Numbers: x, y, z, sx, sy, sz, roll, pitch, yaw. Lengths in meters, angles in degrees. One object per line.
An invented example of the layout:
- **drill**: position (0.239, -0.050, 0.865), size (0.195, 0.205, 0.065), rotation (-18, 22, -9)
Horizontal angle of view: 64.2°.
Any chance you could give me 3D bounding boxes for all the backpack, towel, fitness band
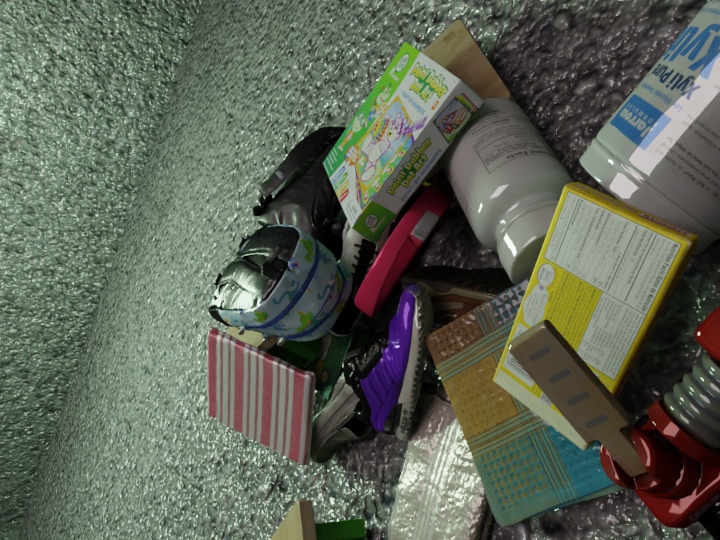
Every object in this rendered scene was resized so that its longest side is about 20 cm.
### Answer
- **backpack**: position (-0.049, -0.123, 0.894), size (0.165, 0.127, 0.202), rotation (23, 73, 26)
- **towel**: position (0.097, 0.241, 0.644), size (0.132, 0.034, 0.203), rotation (10, 84, 57)
- **towel**: position (-0.146, 0.178, 0.830), size (0.198, 0.030, 0.149), rotation (18, 115, 27)
- **towel**: position (0.154, 0.128, 0.559), size (0.146, 0.022, 0.203), rotation (-35, 67, 35)
- **backpack**: position (-0.101, 0.015, 0.745), size (0.164, 0.153, 0.200), rotation (-58, 11, -19)
- **fitness band**: position (0.053, -0.026, 0.721), size (0.200, 0.037, 0.144), rotation (-50, -7, -48)

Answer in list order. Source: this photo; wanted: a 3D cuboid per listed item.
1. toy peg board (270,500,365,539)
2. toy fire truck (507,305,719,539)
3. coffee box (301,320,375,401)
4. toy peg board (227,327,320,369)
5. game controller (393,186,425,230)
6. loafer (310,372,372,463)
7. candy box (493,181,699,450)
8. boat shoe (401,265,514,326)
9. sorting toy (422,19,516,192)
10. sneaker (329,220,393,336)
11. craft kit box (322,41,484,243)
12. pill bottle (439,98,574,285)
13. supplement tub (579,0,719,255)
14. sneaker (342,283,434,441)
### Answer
- **toy peg board**: position (-0.051, 0.432, 0.735), size (0.200, 0.096, 0.202), rotation (118, 149, -42)
- **toy fire truck**: position (0.219, 0.079, 0.388), size (0.177, 0.198, 0.129), rotation (-57, 37, 22)
- **coffee box**: position (-0.059, 0.114, 0.919), size (0.199, 0.043, 0.125), rotation (26, 98, 56)
- **toy peg board**: position (-0.139, 0.093, 0.945), size (0.200, 0.097, 0.201), rotation (-42, 29, 37)
- **game controller**: position (0.040, -0.052, 0.865), size (0.203, 0.042, 0.104), rotation (-70, 19, 4)
- **loafer**: position (-0.019, 0.209, 0.796), size (0.070, 0.069, 0.202), rotation (47, 128, 28)
- **candy box**: position (0.181, 0.041, 0.472), size (0.102, 0.026, 0.203), rotation (35, 127, 35)
- **boat shoe**: position (0.127, 0.040, 0.670), size (0.199, 0.075, 0.075), rotation (9, 113, 59)
- **sorting toy**: position (0.103, -0.201, 0.778), size (0.199, 0.069, 0.201), rotation (-37, 44, 24)
- **sneaker**: position (0.000, 0.000, 0.784), size (0.080, 0.073, 0.203), rotation (-121, 49, -75)
- **craft kit box**: position (0.039, -0.164, 0.704), size (0.198, 0.048, 0.201), rotation (-50, 31, 16)
- **pill bottle**: position (0.165, -0.084, 0.618), size (0.115, 0.113, 0.202), rotation (-48, 40, 32)
- **supplement tub**: position (0.287, -0.128, 0.446), size (0.201, 0.131, 0.133), rotation (-54, 38, 25)
- **sneaker**: position (0.026, 0.107, 0.678), size (0.098, 0.070, 0.203), rotation (13, 114, 15)
